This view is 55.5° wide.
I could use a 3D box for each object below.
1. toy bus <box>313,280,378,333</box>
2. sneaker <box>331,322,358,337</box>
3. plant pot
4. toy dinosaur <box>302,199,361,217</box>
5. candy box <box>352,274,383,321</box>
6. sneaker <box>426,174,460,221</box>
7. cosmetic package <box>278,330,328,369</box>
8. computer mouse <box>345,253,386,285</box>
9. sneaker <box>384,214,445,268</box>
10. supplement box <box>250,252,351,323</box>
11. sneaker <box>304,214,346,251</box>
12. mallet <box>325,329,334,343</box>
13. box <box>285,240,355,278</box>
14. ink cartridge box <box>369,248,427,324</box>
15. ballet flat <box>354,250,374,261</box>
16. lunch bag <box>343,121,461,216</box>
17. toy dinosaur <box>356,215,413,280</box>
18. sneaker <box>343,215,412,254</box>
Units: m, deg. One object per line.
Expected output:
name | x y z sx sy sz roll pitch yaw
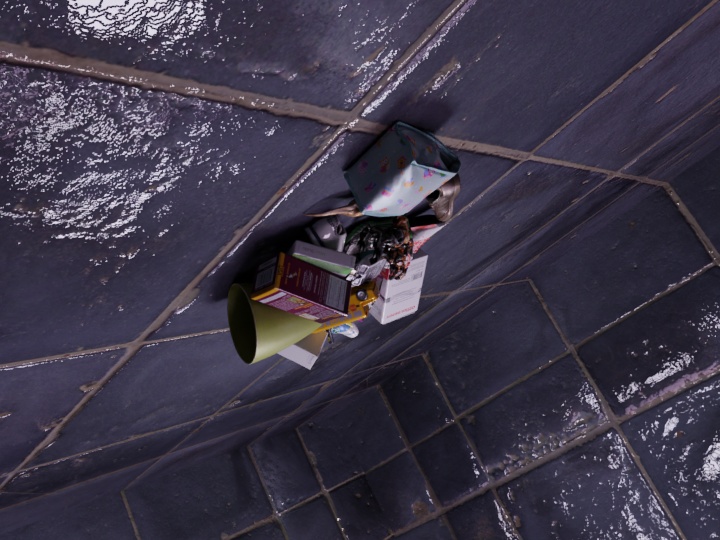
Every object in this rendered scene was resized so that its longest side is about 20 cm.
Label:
toy bus | -0.046 0.093 1.755 0.197 0.079 0.065 -18 -164 15
sneaker | -0.105 0.155 1.926 0.106 0.198 0.076 -60 -170 -22
plant pot | -0.193 0.109 1.631 0.197 0.190 0.187 -10 156 -29
toy dinosaur | -0.015 -0.135 1.486 0.198 0.061 0.106 -10 156 -47
candy box | -0.026 0.061 1.905 0.134 0.062 0.200 19 152 -6
sneaker | 0.195 -0.184 1.703 0.074 0.072 0.201 -6 156 -6
cosmetic package | -0.196 0.175 1.839 0.082 0.197 0.113 -63 -179 -30
computer mouse | 0.000 0.000 1.700 0.199 0.044 0.111 -25 149 -57
sneaker | 0.134 -0.072 1.808 0.198 0.067 0.110 -18 121 -17
supplement box | -0.130 0.043 1.530 0.198 0.087 0.110 23 154 -33
sneaker | -0.064 -0.068 1.585 0.080 0.077 0.200 -38 164 -1
mallet | -0.093 0.112 1.843 0.041 0.203 0.065 -34 -154 -35
box | -0.109 -0.006 1.570 0.142 0.037 0.200 15 160 -17
ink cartridge box | 0.104 0.037 1.983 0.142 0.084 0.203 -17 130 -33
ballet flat | -0.020 -0.026 1.790 0.198 0.071 0.071 -12 157 -43
lunch bag | 0.093 -0.194 1.388 0.170 0.123 0.198 -40 154 32
toy dinosaur | 0.071 -0.075 1.638 0.134 0.204 0.102 -9 -179 -29
sneaker | 0.042 -0.080 1.690 0.197 0.086 0.078 -23 162 -18
